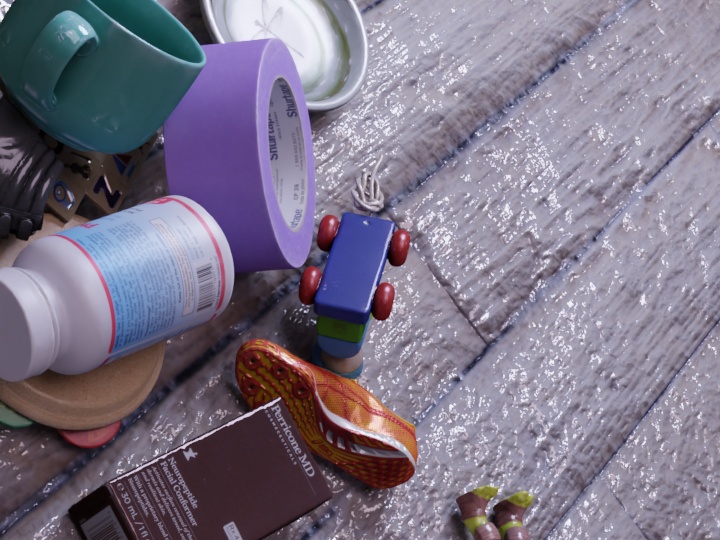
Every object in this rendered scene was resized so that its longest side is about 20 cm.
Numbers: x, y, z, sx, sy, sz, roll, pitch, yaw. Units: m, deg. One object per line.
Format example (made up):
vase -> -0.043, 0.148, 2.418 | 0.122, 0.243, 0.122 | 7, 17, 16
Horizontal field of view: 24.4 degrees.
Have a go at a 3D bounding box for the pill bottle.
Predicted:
pill bottle -> -0.203, 0.016, 1.305 | 0.199, 0.109, 0.109 | -22, 81, -44

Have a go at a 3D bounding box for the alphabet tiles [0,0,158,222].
alphabet tiles -> -0.258, -0.143, 1.392 | 0.200, 0.006, 0.167 | 44, 51, -28

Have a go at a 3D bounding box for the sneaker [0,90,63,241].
sneaker -> -0.307, -0.035, 1.293 | 0.099, 0.071, 0.201 | 37, 81, -11

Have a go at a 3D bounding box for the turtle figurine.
turtle figurine -> 0.146, 0.285, 1.538 | 0.198, 0.064, 0.163 | 8, 54, -26

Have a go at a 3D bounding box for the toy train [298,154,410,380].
toy train -> 0.000, 0.000, 1.551 | 0.084, 0.116, 0.201 | 12, 45, 5

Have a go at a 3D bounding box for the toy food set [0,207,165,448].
toy food set -> -0.247, 0.044, 1.363 | 0.198, 0.049, 0.200 | 51, 45, -5

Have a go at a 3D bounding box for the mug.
mug -> -0.224, -0.169, 1.319 | 0.184, 0.115, 0.152 | 18, 26, -53

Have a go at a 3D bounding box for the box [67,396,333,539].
box -> -0.127, 0.190, 1.363 | 0.199, 0.075, 0.101 | -24, 82, -46

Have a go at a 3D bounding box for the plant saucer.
plant saucer -> -0.083, -0.238, 1.653 | 0.199, 0.050, 0.202 | 19, 56, -30

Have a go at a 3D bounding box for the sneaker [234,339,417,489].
sneaker -> -0.033, 0.123, 1.494 | 0.199, 0.073, 0.077 | 38, 26, -22

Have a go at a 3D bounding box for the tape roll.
tape roll -> -0.102, -0.098, 1.458 | 0.200, 0.084, 0.202 | -5, 90, -78
